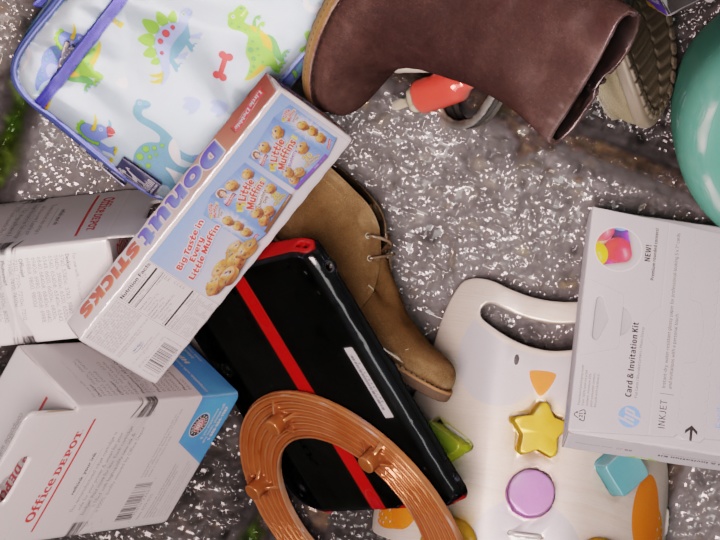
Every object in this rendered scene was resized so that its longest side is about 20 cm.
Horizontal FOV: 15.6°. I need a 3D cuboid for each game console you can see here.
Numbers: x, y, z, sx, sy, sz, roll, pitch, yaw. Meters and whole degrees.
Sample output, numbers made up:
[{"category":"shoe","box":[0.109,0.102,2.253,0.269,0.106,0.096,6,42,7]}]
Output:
[{"category":"game console","box":[-0.029,0.071,1.707,0.177,0.031,0.200,-11,115,53]}]

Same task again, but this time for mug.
[{"category":"mug","box":[0.266,-0.102,1.642,0.151,0.114,0.186,-17,107,9]}]

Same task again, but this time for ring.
[{"category":"ring","box":[-0.008,0.166,1.733,0.200,0.019,0.201,30,143,26]}]

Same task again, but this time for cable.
[{"category":"cable","box":[0.086,-0.133,1.631,0.200,0.050,0.098,-3,110,48]}]

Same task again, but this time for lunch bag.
[{"category":"lunch bag","box":[-0.116,-0.155,1.668,0.161,0.082,0.200,40,106,-7]}]

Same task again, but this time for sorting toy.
[{"category":"sorting toy","box":[0.115,0.100,1.745,0.199,0.107,0.181,6,90,1]}]

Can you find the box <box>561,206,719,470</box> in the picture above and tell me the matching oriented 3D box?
[{"category":"box","box":[0.236,0.050,1.689,0.199,0.041,0.157,8,69,0]}]

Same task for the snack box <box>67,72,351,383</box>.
[{"category":"snack box","box":[-0.093,-0.025,1.633,0.072,0.024,0.200,34,98,-41]}]

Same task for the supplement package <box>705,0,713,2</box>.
[{"category":"supplement package","box":[0.172,-0.289,1.474,0.191,0.147,0.201,27,86,-4]}]

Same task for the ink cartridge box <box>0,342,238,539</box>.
[{"category":"ink cartridge box","box":[-0.185,0.108,1.696,0.067,0.200,0.116,44,115,28]}]

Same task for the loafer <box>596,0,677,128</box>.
[{"category":"loafer","box":[0.136,-0.179,1.649,0.068,0.076,0.201,-11,112,38]}]

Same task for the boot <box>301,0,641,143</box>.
[{"category":"boot","box":[0.060,-0.131,1.580,0.166,0.072,0.200,50,120,26]}]

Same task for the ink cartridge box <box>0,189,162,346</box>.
[{"category":"ink cartridge box","box":[-0.206,-0.001,1.705,0.199,0.116,0.068,-6,108,6]}]

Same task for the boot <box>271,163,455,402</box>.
[{"category":"boot","box":[0.000,0.000,1.708,0.075,0.074,0.200,-44,87,5]}]

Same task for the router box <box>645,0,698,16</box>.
[{"category":"router box","box":[0.236,-0.270,1.599,0.199,0.052,0.158,-26,106,-2]}]
